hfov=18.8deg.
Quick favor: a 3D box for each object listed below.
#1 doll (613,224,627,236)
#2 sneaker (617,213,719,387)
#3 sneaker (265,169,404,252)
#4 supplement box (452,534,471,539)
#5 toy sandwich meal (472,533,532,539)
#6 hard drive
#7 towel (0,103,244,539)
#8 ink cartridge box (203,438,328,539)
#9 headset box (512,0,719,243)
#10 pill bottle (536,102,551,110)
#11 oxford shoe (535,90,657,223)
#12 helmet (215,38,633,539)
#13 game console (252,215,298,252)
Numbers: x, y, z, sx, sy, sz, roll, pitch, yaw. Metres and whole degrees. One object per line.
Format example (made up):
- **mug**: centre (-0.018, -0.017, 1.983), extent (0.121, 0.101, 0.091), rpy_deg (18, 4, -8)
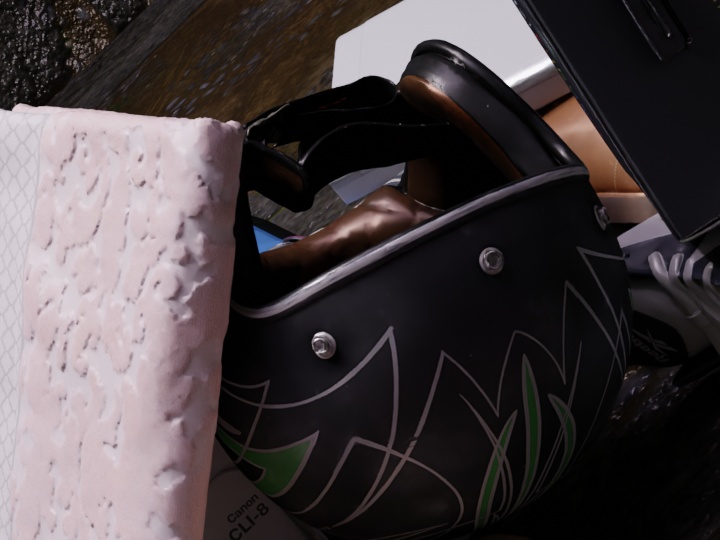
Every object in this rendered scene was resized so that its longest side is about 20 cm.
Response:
- **doll**: centre (0.084, 0.001, 1.094), extent (0.136, 0.049, 0.200), rpy_deg (-12, 7, -21)
- **sneaker**: centre (0.150, 0.015, 0.904), extent (0.129, 0.080, 0.199), rpy_deg (-38, 17, 20)
- **sneaker**: centre (0.000, 0.000, 1.032), extent (0.200, 0.075, 0.081), rpy_deg (-45, 35, 7)
- **supplement box**: centre (0.019, 0.076, 1.081), extent (0.109, 0.061, 0.200), rpy_deg (-44, 17, -11)
- **toy sandwich meal**: centre (0.007, 0.186, 0.836), extent (0.205, 0.070, 0.205), rpy_deg (-42, 16, 15)
- **hard drive**: centre (0.073, -0.123, 1.136), extent (0.200, 0.026, 0.132), rpy_deg (-27, 35, 24)
- **towel**: centre (-0.112, 0.034, 0.875), extent (0.191, 0.032, 0.201), rpy_deg (12, 97, 54)
- **ink cartridge box**: centre (-0.102, 0.142, 1.046), extent (0.145, 0.145, 0.200), rpy_deg (-43, 16, -5)
- **headset box**: centre (0.117, -0.118, 0.911), extent (0.093, 0.174, 0.200), rpy_deg (-33, 9, 6)
- **pill bottle**: centre (0.166, -0.141, 1.194), extent (0.200, 0.112, 0.112), rpy_deg (-45, 17, -10)
- **oxford shoe**: centre (0.103, -0.059, 1.109), extent (0.071, 0.072, 0.200), rpy_deg (-2, 3, -44)
- **helmet**: centre (0.018, 0.017, 0.886), extent (0.200, 0.200, 0.191), rpy_deg (-41, 55, 3)
- **game console**: centre (-0.038, -0.021, 1.212), extent (0.171, 0.118, 0.200), rpy_deg (-42, -13, 31)
